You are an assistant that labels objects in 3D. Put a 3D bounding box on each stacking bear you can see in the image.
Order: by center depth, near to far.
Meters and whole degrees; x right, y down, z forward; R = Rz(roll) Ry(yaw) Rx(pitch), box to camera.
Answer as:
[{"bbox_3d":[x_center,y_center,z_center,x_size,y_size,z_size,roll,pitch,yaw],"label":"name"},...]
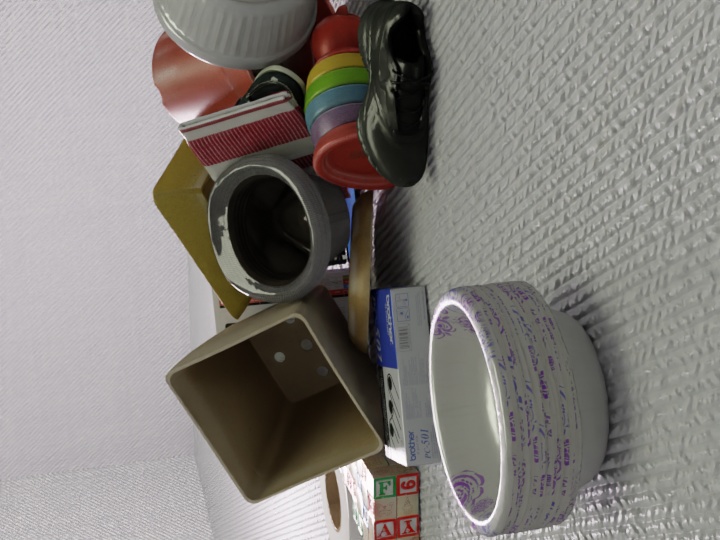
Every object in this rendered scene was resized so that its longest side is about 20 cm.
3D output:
[{"bbox_3d":[-0.011,-0.209,1.619,0.122,0.113,0.201,107,158,-59],"label":"stacking bear"}]

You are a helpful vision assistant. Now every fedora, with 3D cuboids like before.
[{"bbox_3d":[-0.084,-0.055,1.665,0.200,0.090,0.178,-15,91,48],"label":"fedora"}]

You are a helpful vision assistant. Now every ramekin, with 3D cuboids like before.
[{"bbox_3d":[-0.140,-0.342,1.645,0.094,0.201,0.203,116,146,-58],"label":"ramekin"}]

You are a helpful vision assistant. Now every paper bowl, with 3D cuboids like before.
[{"bbox_3d":[0.130,0.109,1.135,0.201,0.104,0.202,174,90,-76],"label":"paper bowl"}]

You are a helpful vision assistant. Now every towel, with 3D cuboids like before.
[{"bbox_3d":[-0.112,-0.132,1.677,0.200,0.143,0.023,57,-157,-50],"label":"towel"}]

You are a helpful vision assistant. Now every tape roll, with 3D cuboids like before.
[{"bbox_3d":[-0.023,0.327,2.052,0.203,0.037,0.204,175,90,-77],"label":"tape roll"}]

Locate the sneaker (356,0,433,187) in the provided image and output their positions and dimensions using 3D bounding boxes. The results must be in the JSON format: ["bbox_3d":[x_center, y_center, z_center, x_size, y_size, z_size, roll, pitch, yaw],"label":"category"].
[{"bbox_3d":[0.041,-0.187,1.477,0.091,0.076,0.201,-171,72,-68],"label":"sneaker"}]

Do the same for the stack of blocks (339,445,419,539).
[{"bbox_3d":[0.019,0.267,1.788,0.200,0.058,0.116,-126,32,-65],"label":"stack of blocks"}]

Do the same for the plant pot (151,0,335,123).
[{"bbox_3d":[-0.154,-0.271,1.822,0.195,0.200,0.202,-11,83,41],"label":"plant pot"}]

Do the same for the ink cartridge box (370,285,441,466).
[{"bbox_3d":[0.051,0.119,1.614,0.094,0.044,0.201,173,91,-76],"label":"ink cartridge box"}]

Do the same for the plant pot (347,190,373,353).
[{"bbox_3d":[0.000,0.000,1.710,0.200,0.027,0.201,3,-90,-90],"label":"plant pot"}]

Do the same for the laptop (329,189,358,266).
[{"bbox_3d":[-0.071,-0.094,1.920,0.103,0.199,0.178,1,-98,-64],"label":"laptop"}]

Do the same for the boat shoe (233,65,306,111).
[{"bbox_3d":[-0.123,-0.177,1.688,0.066,0.074,0.199,-58,12,-28],"label":"boat shoe"}]

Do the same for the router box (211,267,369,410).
[{"bbox_3d":[-0.091,0.094,1.868,0.049,0.199,0.181,-35,-60,-84],"label":"router box"}]

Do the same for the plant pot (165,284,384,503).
[{"bbox_3d":[-0.087,0.130,1.731,0.200,0.199,0.177,58,-158,-16],"label":"plant pot"}]

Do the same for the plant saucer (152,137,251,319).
[{"bbox_3d":[-0.169,-0.071,1.788,0.200,0.048,0.200,58,-155,-23],"label":"plant saucer"}]
